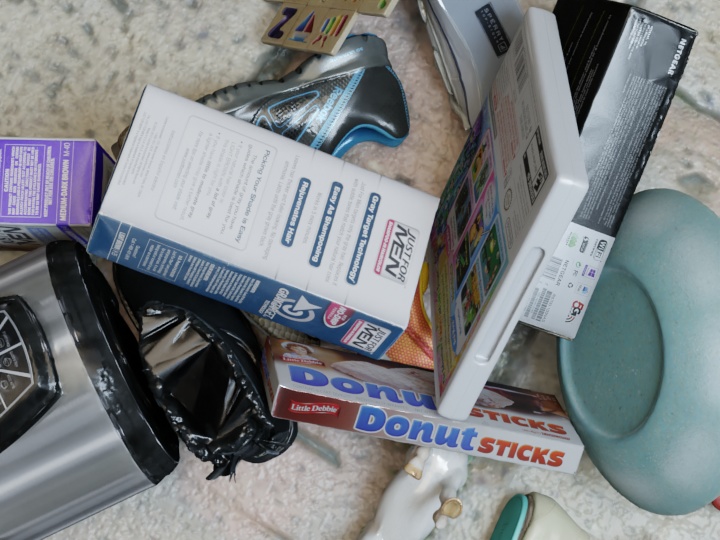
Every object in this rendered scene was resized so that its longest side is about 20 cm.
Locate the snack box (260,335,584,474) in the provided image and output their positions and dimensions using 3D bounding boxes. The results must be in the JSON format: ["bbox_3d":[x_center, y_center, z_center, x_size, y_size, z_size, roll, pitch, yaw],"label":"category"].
[{"bbox_3d":[0.037,0.084,1.014,0.199,0.072,0.024,12,111,-14],"label":"snack box"}]

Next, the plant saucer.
[{"bbox_3d":[0.168,0.050,0.993,0.038,0.201,0.202,0,78,-28],"label":"plant saucer"}]

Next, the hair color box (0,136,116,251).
[{"bbox_3d":[-0.268,-0.051,1.100,0.198,0.109,0.065,3,81,3],"label":"hair color box"}]

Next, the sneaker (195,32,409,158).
[{"bbox_3d":[-0.061,-0.091,1.118,0.199,0.073,0.082,-25,85,0],"label":"sneaker"}]

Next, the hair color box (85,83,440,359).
[{"bbox_3d":[-0.060,-0.028,1.012,0.199,0.061,0.101,21,62,-8],"label":"hair color box"}]

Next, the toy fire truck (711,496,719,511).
[{"bbox_3d":[0.252,0.083,1.065,0.199,0.112,0.169,4,99,4],"label":"toy fire truck"}]

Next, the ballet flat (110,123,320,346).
[{"bbox_3d":[-0.087,-0.022,1.082,0.046,0.067,0.200,-39,102,6],"label":"ballet flat"}]

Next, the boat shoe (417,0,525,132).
[{"bbox_3d":[0.081,-0.146,1.124,0.074,0.086,0.203,-31,109,-8],"label":"boat shoe"}]

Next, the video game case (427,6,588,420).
[{"bbox_3d":[0.085,-0.038,0.999,0.024,0.201,0.183,16,125,-11],"label":"video game case"}]

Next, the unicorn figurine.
[{"bbox_3d":[0.045,0.148,1.055,0.200,0.137,0.074,-44,91,9],"label":"unicorn figurine"}]

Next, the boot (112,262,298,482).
[{"bbox_3d":[-0.111,0.047,1.048,0.073,0.162,0.199,-34,79,2],"label":"boot"}]

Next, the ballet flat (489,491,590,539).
[{"bbox_3d":[0.088,0.243,1.061,0.069,0.069,0.201,30,82,7],"label":"ballet flat"}]

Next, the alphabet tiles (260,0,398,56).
[{"bbox_3d":[0.007,-0.235,1.112,0.006,0.166,0.201,35,81,-33],"label":"alphabet tiles"}]

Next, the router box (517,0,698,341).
[{"bbox_3d":[0.131,-0.072,1.029,0.051,0.149,0.201,19,100,-13],"label":"router box"}]

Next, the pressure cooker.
[{"bbox_3d":[-0.234,0.096,1.041,0.199,0.176,0.179,-24,113,-1],"label":"pressure cooker"}]

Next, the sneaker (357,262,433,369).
[{"bbox_3d":[0.000,0.000,1.099,0.077,0.073,0.200,-39,97,-7],"label":"sneaker"}]
